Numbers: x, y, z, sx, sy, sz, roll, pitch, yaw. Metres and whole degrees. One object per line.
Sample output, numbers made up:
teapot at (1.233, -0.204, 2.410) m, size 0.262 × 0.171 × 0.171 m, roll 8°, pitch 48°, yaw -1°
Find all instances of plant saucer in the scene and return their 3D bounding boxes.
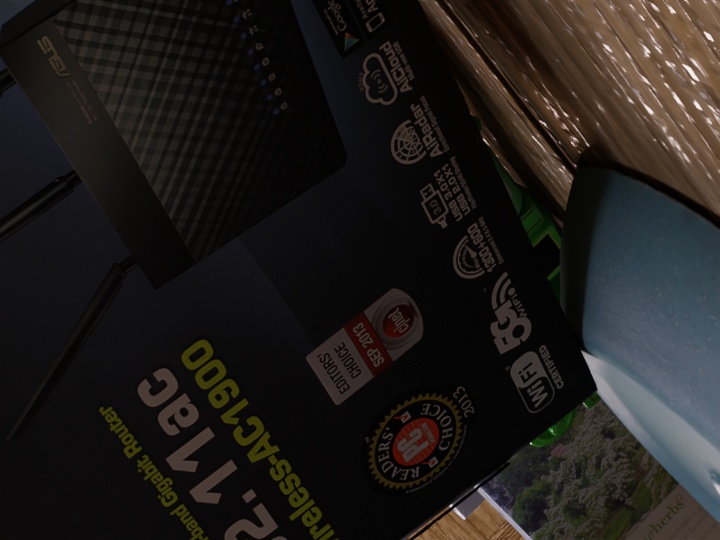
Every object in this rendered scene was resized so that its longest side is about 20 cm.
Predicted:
plant saucer at (0.116, 0.056, 0.441) m, size 0.200 × 0.036 × 0.200 m, roll 45°, pitch 178°, yaw 2°

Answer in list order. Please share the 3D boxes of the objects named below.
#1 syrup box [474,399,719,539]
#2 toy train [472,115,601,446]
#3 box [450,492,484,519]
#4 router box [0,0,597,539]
syrup box at (0.088, 0.074, 0.690) m, size 0.200 × 0.079 × 0.081 m, roll 45°, pitch 178°, yaw -2°
toy train at (0.033, -0.007, 0.529) m, size 0.042 × 0.056 × 0.200 m, roll 48°, pitch 180°, yaw 41°
box at (0.044, 0.102, 1.543) m, size 0.200 × 0.107 × 0.148 m, roll 41°, pitch 175°, yaw 47°
router box at (-0.047, -0.005, 0.387) m, size 0.062 × 0.150 × 0.200 m, roll 43°, pitch 166°, yaw 52°
